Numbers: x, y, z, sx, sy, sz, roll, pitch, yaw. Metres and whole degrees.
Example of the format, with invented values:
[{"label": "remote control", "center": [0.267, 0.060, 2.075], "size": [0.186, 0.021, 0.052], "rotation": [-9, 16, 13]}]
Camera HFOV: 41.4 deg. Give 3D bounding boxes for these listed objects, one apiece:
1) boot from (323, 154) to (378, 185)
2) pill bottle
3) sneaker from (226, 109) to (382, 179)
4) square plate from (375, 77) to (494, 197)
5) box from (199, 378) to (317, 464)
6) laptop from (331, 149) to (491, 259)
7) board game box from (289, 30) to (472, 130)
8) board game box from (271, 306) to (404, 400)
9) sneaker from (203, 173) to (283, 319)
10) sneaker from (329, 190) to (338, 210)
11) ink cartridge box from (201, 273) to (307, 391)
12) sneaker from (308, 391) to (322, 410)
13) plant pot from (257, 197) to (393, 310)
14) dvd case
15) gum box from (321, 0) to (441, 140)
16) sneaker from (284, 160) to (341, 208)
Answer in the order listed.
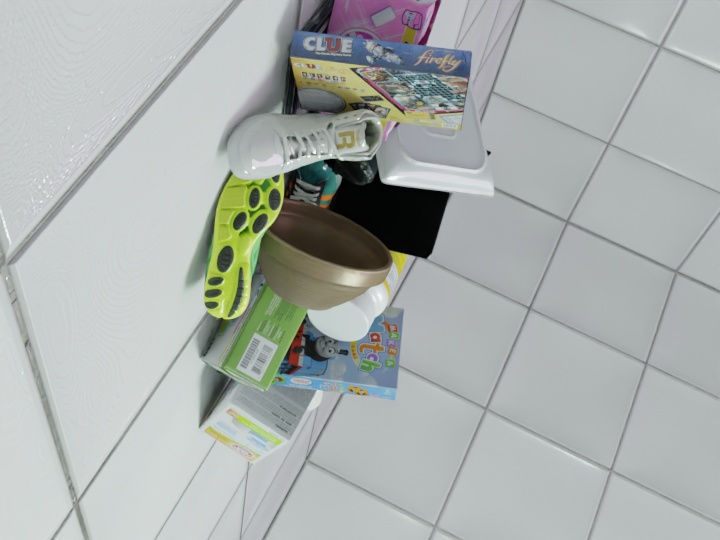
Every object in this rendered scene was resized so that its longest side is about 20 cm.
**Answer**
[{"label": "boot", "center": [0.030, -0.181, 1.329], "size": [0.076, 0.200, 0.169], "rotation": [-21, -140, 50]}, {"label": "pill bottle", "center": [0.000, 0.000, 1.410], "size": [0.115, 0.114, 0.200], "rotation": [107, 8, -49]}, {"label": "sneaker", "center": [-0.053, -0.151, 1.085], "size": [0.200, 0.115, 0.074], "rotation": [-29, 114, -53]}, {"label": "square plate", "center": [0.099, -0.205, 1.317], "size": [0.028, 0.197, 0.201], "rotation": [-33, -120, 50]}, {"label": "box", "center": [-0.161, 0.217, 1.491], "size": [0.102, 0.112, 0.200], "rotation": [-60, -171, -29]}, {"label": "laptop", "center": [0.072, -0.116, 1.406], "size": [0.200, 0.177, 0.104], "rotation": [-37, 134, -50]}, {"label": "board game box", "center": [0.025, -0.218, 1.100], "size": [0.136, 0.199, 0.035], "rotation": [85, 14, -74]}, {"label": "board game box", "center": [-0.039, 0.111, 1.421], "size": [0.037, 0.199, 0.152], "rotation": [98, 0, -49]}, {"label": "sneaker", "center": [-0.150, -0.044, 1.148], "size": [0.084, 0.074, 0.201], "rotation": [-130, -122, -69]}, {"label": "sneaker", "center": [-0.030, -0.172, 1.480], "size": [0.109, 0.070, 0.200], "rotation": [-60, 169, -20]}, {"label": "ink cartridge box", "center": [-0.170, 0.084, 1.385], "size": [0.200, 0.076, 0.148], "rotation": [2, -117, 61]}, {"label": "sneaker", "center": [-0.072, 0.166, 1.524], "size": [0.200, 0.084, 0.073], "rotation": [80, 27, -49]}, {"label": "plant pot", "center": [-0.065, -0.012, 1.265], "size": [0.093, 0.200, 0.201], "rotation": [-65, 173, 21]}, {"label": "dvd case", "center": [-0.059, -0.254, 1.221], "size": [0.149, 0.016, 0.200], "rotation": [-59, 171, -34]}, {"label": "gum box", "center": [0.015, -0.268, 1.187], "size": [0.066, 0.113, 0.201], "rotation": [-56, 168, -50]}, {"label": "sneaker", "center": [-0.077, -0.099, 1.385], "size": [0.200, 0.071, 0.080], "rotation": [105, 9, -61]}]
